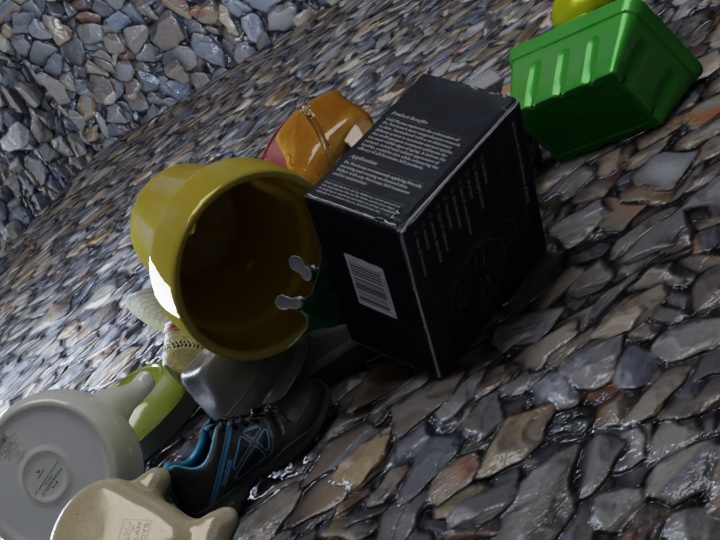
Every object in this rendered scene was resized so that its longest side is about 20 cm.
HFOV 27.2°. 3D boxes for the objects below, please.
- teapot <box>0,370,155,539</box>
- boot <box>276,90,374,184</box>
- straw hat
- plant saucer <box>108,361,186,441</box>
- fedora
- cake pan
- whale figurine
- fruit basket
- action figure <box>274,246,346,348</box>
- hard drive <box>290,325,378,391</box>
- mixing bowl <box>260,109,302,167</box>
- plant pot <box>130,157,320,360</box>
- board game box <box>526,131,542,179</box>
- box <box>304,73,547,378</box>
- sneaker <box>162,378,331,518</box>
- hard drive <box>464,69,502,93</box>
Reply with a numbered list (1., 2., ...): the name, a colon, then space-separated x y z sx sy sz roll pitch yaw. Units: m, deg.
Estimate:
1. teapot: -0.321 0.228 1.655 0.198 0.199 0.146 -13 -7 12
2. boot: -0.067 -0.115 1.717 0.201 0.071 0.144 -41 43 -6
3. straw hat: -0.187 0.095 1.760 0.200 0.200 0.086 -17 58 50
4. plant saucer: -0.292 0.173 1.812 0.199 0.031 0.200 -34 16 11
5. fedora: -0.136 0.104 1.632 0.177 0.090 0.200 -53 11 9
6. cake pan: -0.278 0.191 1.856 0.199 0.037 0.201 -34 17 12
7. whale figurine: -0.198 0.269 1.415 0.198 0.104 0.160 -6 57 24
8. fruit basket: 0.270 -0.250 1.676 0.215 0.155 0.216 -38 28 25
9. action figure: -0.011 0.016 1.513 0.199 0.054 0.119 1 -66 -60
10. hard drive: 0.012 0.054 1.628 0.199 0.033 0.140 -33 17 14
11. mixing bowl: -0.024 -0.095 1.828 0.108 0.201 0.200 16 51 39
12. plant pot: -0.148 -0.029 1.564 0.201 0.201 0.188 -42 34 -16
13. board game box: 0.091 -0.094 1.694 0.198 0.062 0.200 -7 29 22
14. box: 0.070 -0.044 1.434 0.123 0.201 0.197 22 54 35
15. sneaker: -0.110 0.169 1.491 0.200 0.082 0.073 -44 16 -23
16. hard drive: 0.062 -0.114 1.545 0.199 0.027 0.132 -33 -30 -25
